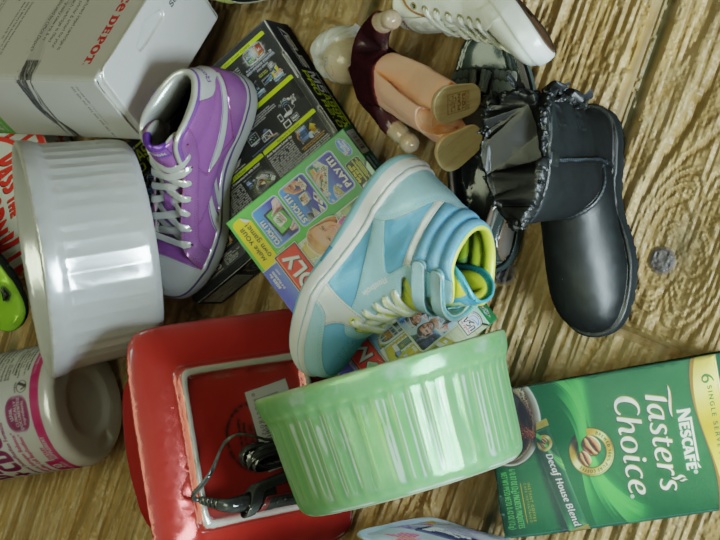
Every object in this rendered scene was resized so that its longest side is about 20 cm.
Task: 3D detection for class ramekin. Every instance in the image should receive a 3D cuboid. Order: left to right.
[{"bbox_3d":[-0.229,-0.016,1.565,0.097,0.200,0.201,-9,84,-15],"label":"ramekin"},{"bbox_3d":[0.027,0.118,1.426,0.200,0.200,0.098,-18,87,25],"label":"ramekin"}]

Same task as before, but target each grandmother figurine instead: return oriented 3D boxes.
[{"bbox_3d":[0.022,-0.154,1.505,0.200,0.060,0.122,34,128,51],"label":"grandmother figurine"}]

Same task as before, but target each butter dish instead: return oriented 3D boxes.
[{"bbox_3d":[-0.127,0.145,1.563,0.148,0.199,0.201,-16,83,52],"label":"butter dish"}]

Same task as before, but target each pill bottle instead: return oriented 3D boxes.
[{"bbox_3d":[-0.326,0.133,1.681,0.200,0.113,0.114,-12,84,26],"label":"pill bottle"}]

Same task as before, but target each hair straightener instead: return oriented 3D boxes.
[{"bbox_3d":[-0.051,0.152,1.507,0.041,0.200,0.077,-33,70,56],"label":"hair straightener"}]

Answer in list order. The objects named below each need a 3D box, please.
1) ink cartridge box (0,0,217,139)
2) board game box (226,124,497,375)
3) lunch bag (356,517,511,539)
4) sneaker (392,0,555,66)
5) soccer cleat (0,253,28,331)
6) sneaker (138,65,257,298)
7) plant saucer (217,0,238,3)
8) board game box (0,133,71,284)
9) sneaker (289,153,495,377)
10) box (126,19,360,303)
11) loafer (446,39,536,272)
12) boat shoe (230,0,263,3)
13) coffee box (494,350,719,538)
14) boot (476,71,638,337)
[{"bbox_3d":[-0.245,-0.194,1.610,0.200,0.084,0.146,6,58,36],"label":"ink cartridge box"},{"bbox_3d":[0.000,0.000,1.540,0.135,0.029,0.200,-38,88,20],"label":"board game box"},{"bbox_3d":[0.035,0.262,1.469,0.200,0.169,0.127,-26,75,27],"label":"lunch bag"},{"bbox_3d":[0.081,-0.204,1.481,0.085,0.073,0.200,-44,45,7],"label":"sneaker"},{"bbox_3d":[-0.359,-0.029,1.670,0.200,0.081,0.068,45,114,8],"label":"soccer cleat"},{"bbox_3d":[-0.158,-0.074,1.551,0.073,0.114,0.201,16,98,24],"label":"sneaker"},{"bbox_3d":[-0.156,-0.347,1.639,0.199,0.048,0.201,17,97,26],"label":"plant saucer"},{"bbox_3d":[-0.344,-0.057,1.729,0.200,0.046,0.152,-31,76,23],"label":"board game box"},{"bbox_3d":[0.030,0.023,1.460,0.131,0.079,0.200,38,112,30],"label":"sneaker"},{"bbox_3d":[-0.102,-0.092,1.611,0.200,0.044,0.160,-40,73,20],"label":"box"},{"bbox_3d":[0.101,-0.099,1.499,0.072,0.063,0.201,0,89,26],"label":"loafer"},{"bbox_3d":[-0.037,-0.284,1.544,0.201,0.063,0.074,-26,97,11],"label":"boat shoe"},{"bbox_3d":[0.200,0.137,1.457,0.200,0.044,0.123,-10,85,26],"label":"coffee box"},{"bbox_3d":[0.150,-0.047,1.418,0.073,0.162,0.199,-1,89,28],"label":"boot"}]
